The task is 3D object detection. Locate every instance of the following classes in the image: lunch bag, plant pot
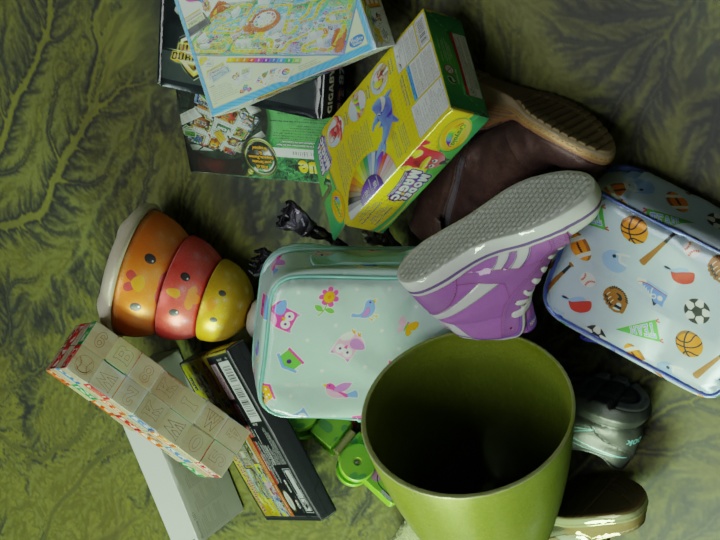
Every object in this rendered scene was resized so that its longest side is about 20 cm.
[{"bbox_3d":[0.002,0.053,1.568,0.197,0.077,0.162,1,112,-12],"label":"lunch bag"},{"bbox_3d":[0.106,0.190,1.530,0.185,0.188,0.201,18,142,28],"label":"plant pot"},{"bbox_3d":[0.256,0.011,1.475,0.199,0.075,0.162,30,128,21],"label":"lunch bag"}]

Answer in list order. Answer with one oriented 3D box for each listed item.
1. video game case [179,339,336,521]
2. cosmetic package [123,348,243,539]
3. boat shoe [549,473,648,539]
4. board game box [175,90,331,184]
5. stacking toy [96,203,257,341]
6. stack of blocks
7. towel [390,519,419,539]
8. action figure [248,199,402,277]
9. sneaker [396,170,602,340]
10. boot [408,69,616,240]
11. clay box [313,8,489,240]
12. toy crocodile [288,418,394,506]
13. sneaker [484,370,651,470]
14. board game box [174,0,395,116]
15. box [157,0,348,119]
[{"bbox_3d":[-0.111,0.172,1.805,0.202,0.025,0.180,61,157,-4],"label":"video game case"},{"bbox_3d":[-0.206,0.197,1.899,0.050,0.082,0.202,-13,103,39],"label":"cosmetic package"},{"bbox_3d":[0.198,0.243,1.633,0.199,0.073,0.064,-16,109,43],"label":"boat shoe"},{"bbox_3d":[-0.097,-0.142,1.694,0.198,0.023,0.106,8,113,34],"label":"board game box"},{"bbox_3d":[-0.160,0.024,1.776,0.198,0.146,0.148,16,122,8],"label":"stacking toy"},{"bbox_3d":[-0.223,0.136,1.782,0.199,0.059,0.115,37,164,-14],"label":"stack of blocks"},{"bbox_3d":[0.099,0.294,1.714,0.148,0.037,0.201,38,152,10],"label":"towel"},{"bbox_3d":[0.000,0.000,1.641,0.198,0.102,0.120,24,100,-21],"label":"action figure"},{"bbox_3d":[0.142,-0.007,1.474,0.199,0.073,0.114,-26,120,32],"label":"sneaker"},{"bbox_3d":[0.132,-0.077,1.520,0.199,0.072,0.168,29,121,36],"label":"boot"},{"bbox_3d":[0.030,-0.123,1.531,0.200,0.047,0.116,-47,44,41],"label":"clay box"},{"bbox_3d":[-0.024,0.169,1.770,0.200,0.062,0.068,42,168,11],"label":"toy crocodile"},{"bbox_3d":[0.171,0.123,1.591,0.198,0.075,0.080,22,125,27],"label":"sneaker"},{"bbox_3d":[-0.074,-0.235,1.553,0.198,0.034,0.136,-17,92,35],"label":"board game box"},{"bbox_3d":[-0.100,-0.239,1.619,0.198,0.046,0.161,15,110,30],"label":"box"}]
